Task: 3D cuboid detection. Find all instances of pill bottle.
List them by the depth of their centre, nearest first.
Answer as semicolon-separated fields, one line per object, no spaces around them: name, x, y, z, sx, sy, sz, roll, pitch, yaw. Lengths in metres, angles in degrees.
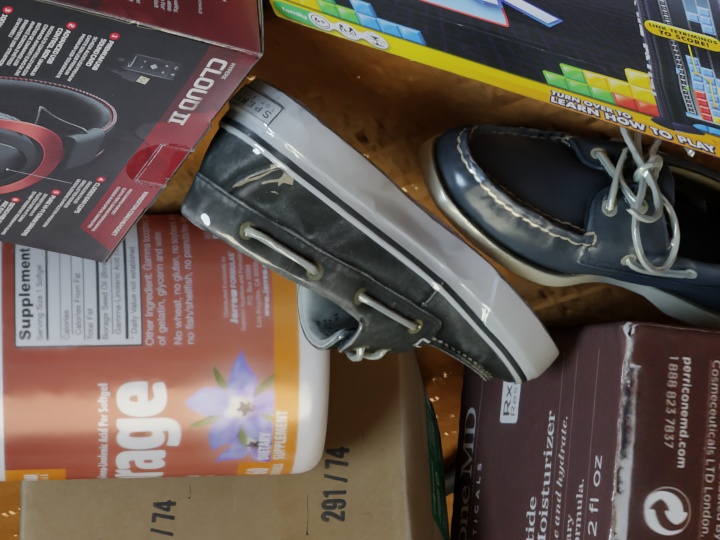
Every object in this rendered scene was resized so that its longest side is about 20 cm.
pill bottle;-0.117;0.033;1.129;0.199;0.112;0.112;-1;147;-7

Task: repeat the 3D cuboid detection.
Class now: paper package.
paper package;-0.055;0.131;1.208;0.190;0.200;0.104;-8;146;5

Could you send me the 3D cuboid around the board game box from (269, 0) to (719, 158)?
board game box;0.042;-0.124;0.870;0.200;0.057;0.165;20;158;27

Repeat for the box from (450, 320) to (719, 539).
box;0.148;0.112;1.177;0.164;0.166;0.200;5;175;-17

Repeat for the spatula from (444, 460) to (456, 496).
spatula;0.030;0.127;1.379;0.056;0.021;0.200;3;146;-37

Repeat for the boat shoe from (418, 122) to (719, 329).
boat shoe;0.114;-0.024;1.108;0.200;0.075;0.062;22;139;-32

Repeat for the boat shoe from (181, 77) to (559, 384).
boat shoe;0.000;0.000;1.067;0.200;0.072;0.071;39;90;-37

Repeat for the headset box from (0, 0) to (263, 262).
headset box;-0.138;-0.083;0.981;0.199;0.075;0.149;12;144;-24
